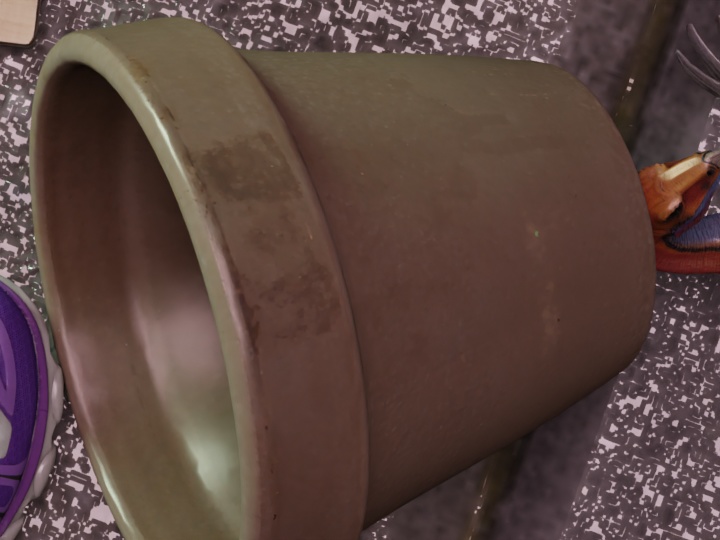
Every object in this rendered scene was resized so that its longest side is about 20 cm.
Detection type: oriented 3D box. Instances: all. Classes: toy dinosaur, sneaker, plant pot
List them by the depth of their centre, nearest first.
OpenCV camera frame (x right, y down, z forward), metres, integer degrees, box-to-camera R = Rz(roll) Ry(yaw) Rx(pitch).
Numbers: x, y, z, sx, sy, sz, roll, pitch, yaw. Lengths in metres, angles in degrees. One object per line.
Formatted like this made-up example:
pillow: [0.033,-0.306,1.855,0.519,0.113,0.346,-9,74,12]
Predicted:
plant pot: [0.000,0.000,0.814,0.173,0.200,0.202,-15,83,-21]
sneaker: [-0.165,0.093,0.835,0.080,0.083,0.201,22,82,5]
toy dinosaur: [0.185,-0.016,0.844,0.180,0.105,0.201,-26,85,-11]

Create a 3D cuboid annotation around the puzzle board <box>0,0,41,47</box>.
puzzle board: [-0.210,-0.169,0.904,0.198,0.017,0.152,7,83,0]
